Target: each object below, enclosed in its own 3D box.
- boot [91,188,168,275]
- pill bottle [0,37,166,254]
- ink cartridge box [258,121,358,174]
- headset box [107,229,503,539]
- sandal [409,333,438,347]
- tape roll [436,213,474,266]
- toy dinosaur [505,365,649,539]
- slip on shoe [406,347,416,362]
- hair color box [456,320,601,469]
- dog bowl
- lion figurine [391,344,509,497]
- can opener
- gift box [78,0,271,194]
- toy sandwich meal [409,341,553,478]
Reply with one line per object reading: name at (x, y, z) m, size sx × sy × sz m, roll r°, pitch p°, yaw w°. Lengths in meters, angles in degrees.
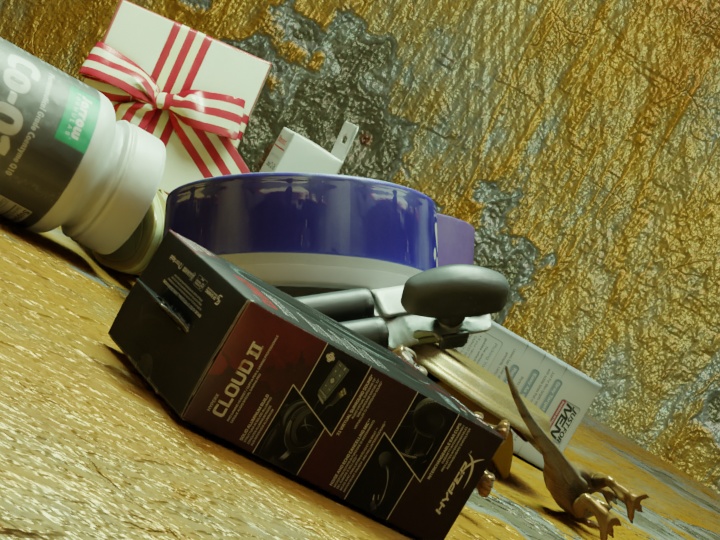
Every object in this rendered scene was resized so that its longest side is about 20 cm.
boot at (-0.137, -0.013, 1.613) m, size 0.154 × 0.072 × 0.200 m, roll 32°, pitch 1°, yaw -23°
pill bottle at (-0.246, -0.097, 1.468) m, size 0.199 × 0.114 × 0.113 m, roll 28°, pitch 3°, yaw -25°
ink cartridge box at (-0.082, -0.092, 2.311) m, size 0.067 × 0.201 × 0.116 m, roll 29°, pitch 2°, yaw -12°
headset box at (-0.041, 0.060, 1.155) m, size 0.199 × 0.077 × 0.149 m, roll 31°, pitch 2°, yaw -26°
sandal at (0.015, 0.033, 1.647) m, size 0.200 × 0.058 × 0.080 m, roll -21°, pitch 40°, yaw -32°
tape roll at (0.000, 0.000, 1.801) m, size 0.199 × 0.086 × 0.200 m, roll 3°, pitch -8°, yaw 0°
toy dinosaur at (0.167, 0.169, 1.651) m, size 0.106 × 0.061 × 0.200 m, roll 26°, pitch -21°, yaw 33°
slip on shoe at (-0.014, 0.063, 1.475) m, size 0.060 × 0.076 × 0.200 m, roll 16°, pitch -2°, yaw 19°
hair color box at (0.119, 0.101, 1.976) m, size 0.199 × 0.099 × 0.061 m, roll 30°, pitch 2°, yaw -13°
dog bowl at (-0.043, -0.010, 1.471) m, size 0.199 × 0.079 × 0.200 m, roll 1°, pitch -10°, yaw 0°
lion figurine at (0.030, 0.104, 1.392) m, size 0.122 × 0.073 × 0.200 m, roll 20°, pitch -11°, yaw -5°
can opener at (-0.002, 0.028, 1.351) m, size 0.199 × 0.067 × 0.053 m, roll -10°, pitch 46°, yaw -19°
gift box at (-0.193, -0.133, 2.026) m, size 0.184 × 0.201 × 0.187 m, roll 18°, pitch -11°, yaw -4°
toy sandwich meal at (0.069, 0.106, 1.731) m, size 0.205 × 0.070 × 0.205 m, roll 34°, pitch 3°, yaw -2°
